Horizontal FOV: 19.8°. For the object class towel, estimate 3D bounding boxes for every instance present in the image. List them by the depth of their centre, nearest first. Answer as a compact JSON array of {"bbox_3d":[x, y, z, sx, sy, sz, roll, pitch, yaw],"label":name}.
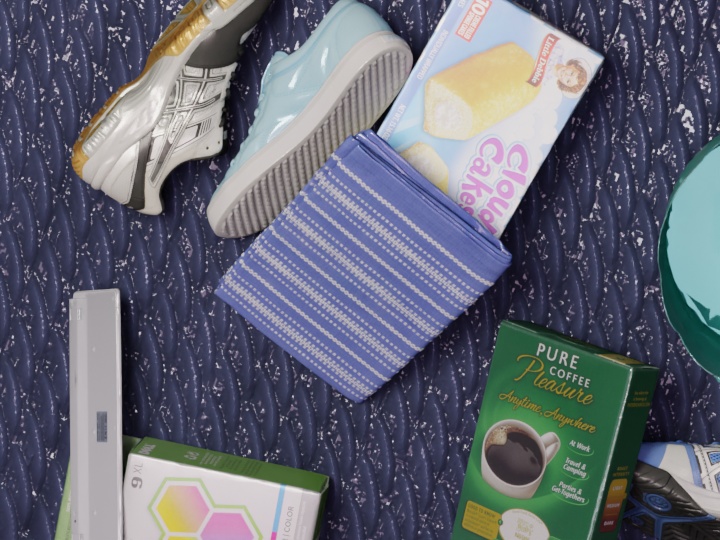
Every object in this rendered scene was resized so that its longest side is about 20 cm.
[{"bbox_3d":[0.000,0.000,1.460,0.145,0.024,0.200,39,131,-8],"label":"towel"}]

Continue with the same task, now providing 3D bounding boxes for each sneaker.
[{"bbox_3d":[-0.047,-0.111,1.490,0.200,0.074,0.082,-45,56,16],"label":"sneaker"},{"bbox_3d":[-0.119,-0.128,1.491,0.088,0.076,0.200,38,102,-16],"label":"sneaker"},{"bbox_3d":[0.255,0.156,1.493,0.199,0.076,0.077,19,59,12],"label":"sneaker"}]

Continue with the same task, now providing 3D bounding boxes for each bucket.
[{"bbox_3d":[0.301,-0.016,1.426,0.206,0.135,0.209,1,97,6],"label":"bucket"}]

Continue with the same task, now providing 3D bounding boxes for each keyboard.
[{"bbox_3d":[-0.193,0.115,1.517,0.056,0.011,0.202,-3,87,41],"label":"keyboard"}]

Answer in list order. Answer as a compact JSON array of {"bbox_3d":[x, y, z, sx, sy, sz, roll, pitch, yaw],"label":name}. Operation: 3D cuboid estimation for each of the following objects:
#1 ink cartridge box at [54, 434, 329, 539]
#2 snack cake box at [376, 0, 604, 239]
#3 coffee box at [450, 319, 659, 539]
[{"bbox_3d":[-0.130,0.187,1.526,0.199,0.059,0.105,12,99,4],"label":"ink cartridge box"},{"bbox_3d":[0.076,-0.094,1.471,0.115,0.067,0.201,30,99,2],"label":"snack cake box"},{"bbox_3d":[0.135,0.147,1.477,0.122,0.044,0.201,18,99,40],"label":"coffee box"}]
